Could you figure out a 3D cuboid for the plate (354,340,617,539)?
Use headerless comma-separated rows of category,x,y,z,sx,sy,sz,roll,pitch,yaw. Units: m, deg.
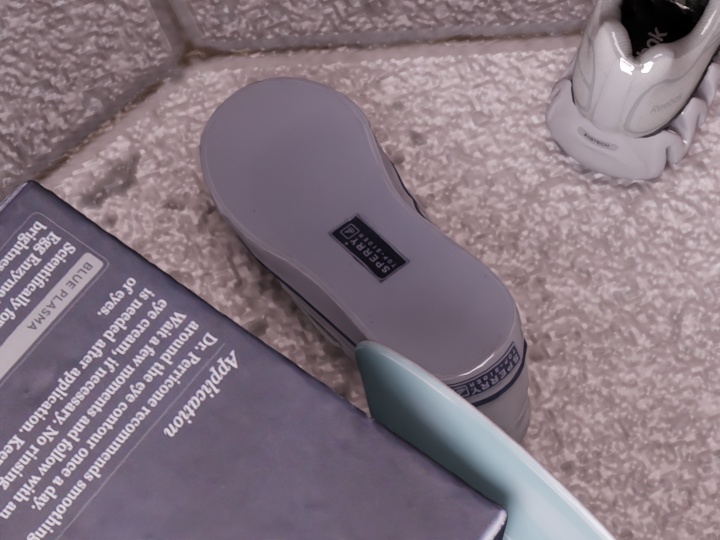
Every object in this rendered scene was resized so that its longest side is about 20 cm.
plate,0.062,0.103,0.911,0.026,0.200,0.200,-44,72,-8

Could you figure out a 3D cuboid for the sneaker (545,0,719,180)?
sneaker,0.142,-0.134,1.098,0.075,0.081,0.201,21,63,11

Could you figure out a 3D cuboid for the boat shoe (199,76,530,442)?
boat shoe,0.000,0.000,1.033,0.073,0.066,0.200,-29,47,-7

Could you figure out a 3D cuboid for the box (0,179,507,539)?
box,-0.067,0.105,0.905,0.200,0.197,0.118,35,66,15
